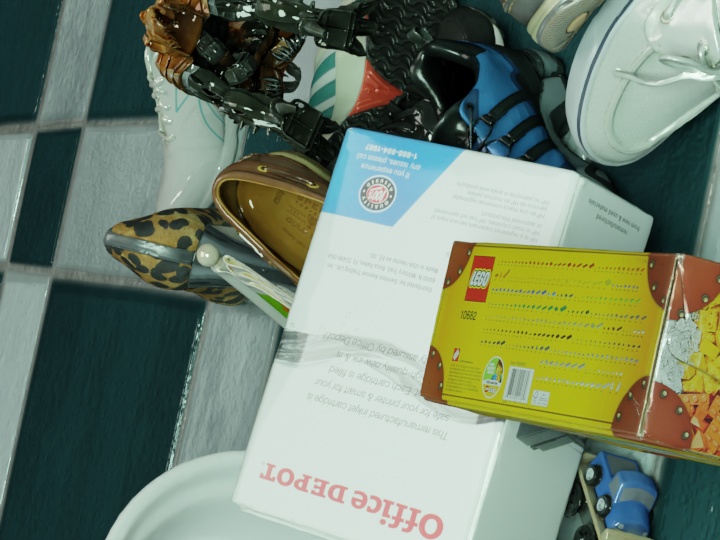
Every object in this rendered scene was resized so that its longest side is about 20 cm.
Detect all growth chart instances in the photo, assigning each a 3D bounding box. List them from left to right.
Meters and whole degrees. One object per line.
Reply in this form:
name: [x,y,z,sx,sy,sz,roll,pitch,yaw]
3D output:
growth chart: [-0.013,0.043,1.474,0.018,0.145,0.200,-52,34,-5]

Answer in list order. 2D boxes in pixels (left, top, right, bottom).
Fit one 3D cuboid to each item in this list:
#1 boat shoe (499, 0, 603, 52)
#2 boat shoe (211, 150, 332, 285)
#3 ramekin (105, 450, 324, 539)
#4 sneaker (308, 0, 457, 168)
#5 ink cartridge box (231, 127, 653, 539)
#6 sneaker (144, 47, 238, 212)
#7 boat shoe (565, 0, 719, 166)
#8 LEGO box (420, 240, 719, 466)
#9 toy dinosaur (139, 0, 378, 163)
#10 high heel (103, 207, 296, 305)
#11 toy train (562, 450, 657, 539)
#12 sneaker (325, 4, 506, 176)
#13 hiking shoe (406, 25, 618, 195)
boat shoe: [0.112,-0.186,1.308,0.075,0.073,0.200,-51,3,35]
boat shoe: [0.000,-0.001,1.431,0.200,0.068,0.072,33,105,22]
ramekin: [-0.062,0.209,1.426,0.098,0.200,0.201,127,148,-55]
sneaker: [0.001,-0.097,1.601,0.093,0.070,0.200,-168,93,-72]
ink cartridge box: [0.040,0.045,1.281,0.145,0.084,0.200,14,84,36]
sneaker: [-0.123,-0.129,1.860,0.070,0.080,0.201,34,110,62]
boat shoe: [0.174,-0.115,1.236,0.202,0.075,0.086,-52,36,25]
LEGO box: [0.139,0.041,1.126,0.200,0.149,0.077,5,82,65]
toy dinosaur: [-0.075,-0.121,1.514,0.200,0.136,0.102,-28,-46,-61]
high heel: [-0.126,-0.020,1.732,0.200,0.142,0.072,17,93,65]
toy train: [0.134,0.155,1.218,0.046,0.034,0.200,-56,32,31]
sneaker: [0.025,-0.060,1.496,0.076,0.087,0.200,13,90,66]
hiking shoe: [0.076,-0.050,1.381,0.074,0.087,0.200,-61,29,31]
